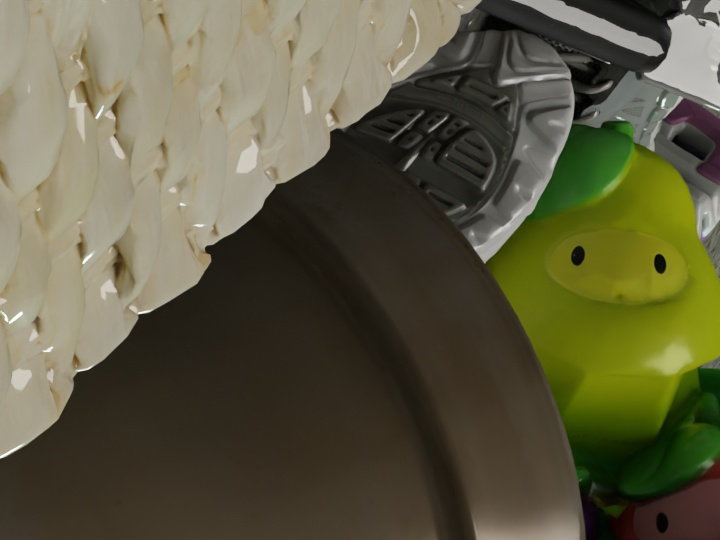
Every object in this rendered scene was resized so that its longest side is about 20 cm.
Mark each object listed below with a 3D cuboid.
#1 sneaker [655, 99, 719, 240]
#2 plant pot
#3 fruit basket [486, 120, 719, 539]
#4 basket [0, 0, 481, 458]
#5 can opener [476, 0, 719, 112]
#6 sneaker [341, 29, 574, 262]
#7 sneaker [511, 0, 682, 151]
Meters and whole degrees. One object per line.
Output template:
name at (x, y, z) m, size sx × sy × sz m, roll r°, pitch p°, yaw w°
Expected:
sneaker at (0.106, -0.002, 1.196) m, size 0.200 × 0.080 × 0.088 m, roll -40°, pitch 163°, yaw -48°
plant pot at (-0.073, 0.073, 0.685) m, size 0.173 × 0.200 × 0.200 m, roll -20°, pitch 141°, yaw -37°
fruit basket at (0.088, 0.058, 0.969) m, size 0.156 × 0.216 × 0.216 m, roll -90°, pitch -162°, yaw -58°
basket at (-0.079, -0.091, 0.395) m, size 0.198 × 0.161 × 0.200 m, roll -47°, pitch 161°, yaw -36°
can opener at (0.083, -0.100, 0.901) m, size 0.200 × 0.067 × 0.053 m, roll 18°, pitch 106°, yaw -34°
sneaker at (0.000, 0.000, 0.929) m, size 0.200 × 0.078 × 0.099 m, roll -49°, pitch 169°, yaw -3°
sneaker at (0.070, -0.051, 1.017) m, size 0.116 × 0.075 × 0.200 m, roll -49°, pitch 161°, yaw -23°
